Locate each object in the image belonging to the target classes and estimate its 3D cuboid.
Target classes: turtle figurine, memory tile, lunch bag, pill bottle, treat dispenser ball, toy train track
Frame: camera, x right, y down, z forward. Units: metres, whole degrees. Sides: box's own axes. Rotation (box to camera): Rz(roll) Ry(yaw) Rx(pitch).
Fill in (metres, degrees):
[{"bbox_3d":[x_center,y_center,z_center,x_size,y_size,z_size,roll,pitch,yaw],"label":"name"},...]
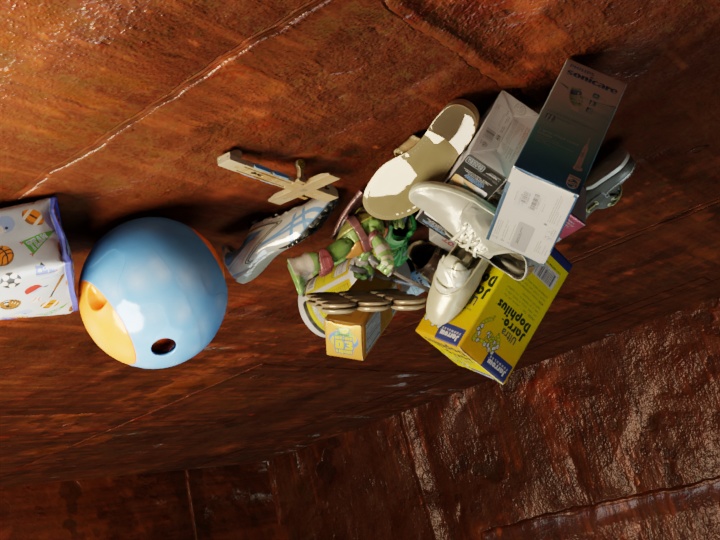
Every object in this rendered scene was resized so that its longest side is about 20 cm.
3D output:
[{"bbox_3d":[0.000,0.000,1.391,0.192,0.144,0.202,-22,120,-6],"label":"turtle figurine"},{"bbox_3d":[0.003,0.045,1.393,0.151,0.017,0.200,-3,-176,-11],"label":"memory tile"},{"bbox_3d":[-0.447,0.005,1.200,0.168,0.125,0.201,-11,155,-16],"label":"lunch bag"},{"bbox_3d":[-0.009,0.036,1.698,0.199,0.114,0.112,-27,159,37],"label":"pill bottle"},{"bbox_3d":[-0.278,0.030,1.285,0.198,0.203,0.201,-14,164,-4],"label":"treat dispenser ball"},{"bbox_3d":[-0.104,-0.128,1.238,0.114,0.033,0.199,-18,159,37],"label":"toy train track"}]

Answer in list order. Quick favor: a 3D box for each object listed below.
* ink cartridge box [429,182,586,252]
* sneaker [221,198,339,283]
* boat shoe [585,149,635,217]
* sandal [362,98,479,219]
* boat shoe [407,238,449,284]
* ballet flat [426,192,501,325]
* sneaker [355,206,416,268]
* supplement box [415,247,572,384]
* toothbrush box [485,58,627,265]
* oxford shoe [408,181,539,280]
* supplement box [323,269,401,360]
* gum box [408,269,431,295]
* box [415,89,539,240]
[{"bbox_3d":[0.220,-0.087,1.443,0.144,0.084,0.199,30,139,-25],"label":"ink cartridge box"},{"bbox_3d":[-0.119,-0.059,1.389,0.199,0.073,0.072,-34,177,13],"label":"sneaker"},{"bbox_3d":[0.390,-0.133,1.552,0.072,0.060,0.202,-52,-176,-26],"label":"boat shoe"},{"bbox_3d":[0.089,-0.151,1.266,0.212,0.077,0.070,-46,-174,35],"label":"sandal"},{"bbox_3d":[0.112,-0.025,1.532,0.075,0.074,0.202,-53,-165,4],"label":"boat shoe"},{"bbox_3d":[0.144,-0.021,1.299,0.201,0.069,0.069,-56,162,-4],"label":"ballet flat"},{"bbox_3d":[0.055,-0.055,1.530,0.083,0.075,0.200,-15,164,14],"label":"sneaker"},{"bbox_3d":[0.190,0.039,1.356,0.109,0.201,0.108,37,169,-32],"label":"supplement box"},{"bbox_3d":[0.240,-0.133,1.170,0.084,0.201,0.147,26,149,9],"label":"toothbrush box"},{"bbox_3d":[0.149,-0.051,1.231,0.198,0.058,0.075,31,155,-5],"label":"oxford shoe"},{"bbox_3d":[0.007,0.066,1.520,0.066,0.070,0.200,8,-156,19],"label":"supplement box"},{"bbox_3d":[0.101,0.024,1.792,0.199,0.045,0.169,-30,177,43],"label":"gum box"},{"bbox_3d":[0.152,-0.135,1.272,0.060,0.117,0.200,32,153,-4],"label":"box"}]
